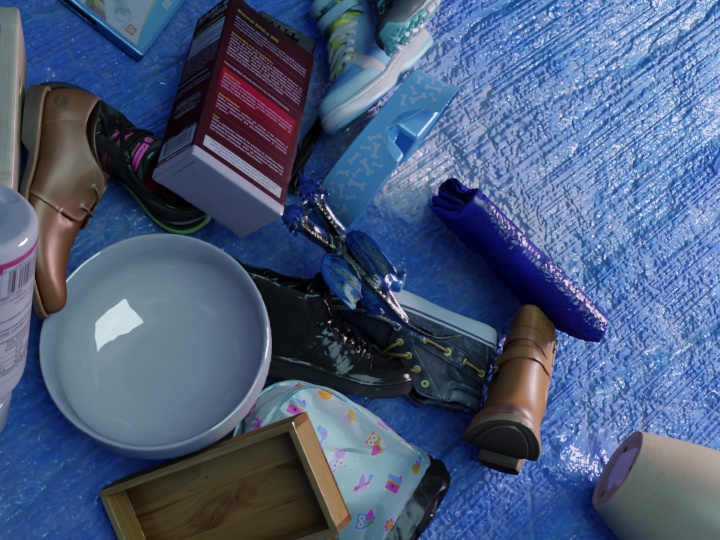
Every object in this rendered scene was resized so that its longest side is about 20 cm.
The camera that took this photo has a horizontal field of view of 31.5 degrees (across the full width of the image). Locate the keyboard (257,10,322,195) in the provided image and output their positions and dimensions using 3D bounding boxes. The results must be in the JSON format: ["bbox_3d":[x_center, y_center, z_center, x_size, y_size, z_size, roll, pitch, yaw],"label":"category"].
[{"bbox_3d":[-0.088,-0.151,1.264,0.127,0.021,0.200,29,67,-18],"label":"keyboard"}]

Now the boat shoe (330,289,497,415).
[{"bbox_3d":[0.044,0.076,1.248,0.200,0.071,0.091,20,70,-22],"label":"boat shoe"}]

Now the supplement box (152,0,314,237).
[{"bbox_3d":[-0.112,-0.144,1.165,0.109,0.061,0.200,35,48,-32],"label":"supplement box"}]

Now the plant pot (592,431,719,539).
[{"bbox_3d":[0.349,0.256,1.316,0.200,0.187,0.188,33,65,-1],"label":"plant pot"}]

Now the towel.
[{"bbox_3d":[0.156,-0.008,1.294,0.200,0.148,0.050,43,93,-12],"label":"towel"}]

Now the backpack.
[{"bbox_3d":[-0.029,0.181,1.155,0.200,0.127,0.167,38,67,-10],"label":"backpack"}]

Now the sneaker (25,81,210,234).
[{"bbox_3d":[-0.211,-0.111,1.154,0.200,0.084,0.077,32,65,-17],"label":"sneaker"}]

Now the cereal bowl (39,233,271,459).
[{"bbox_3d":[-0.173,0.074,1.111,0.199,0.083,0.201,-1,63,2],"label":"cereal bowl"}]

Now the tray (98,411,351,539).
[{"bbox_3d":[-0.116,0.198,1.075,0.099,0.200,0.037,67,23,-2],"label":"tray"}]

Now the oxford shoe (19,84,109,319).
[{"bbox_3d":[-0.250,-0.058,1.078,0.071,0.071,0.201,2,85,-4],"label":"oxford shoe"}]

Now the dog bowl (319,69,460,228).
[{"bbox_3d":[0.024,-0.122,1.267,0.050,0.112,0.200,38,63,1],"label":"dog bowl"}]

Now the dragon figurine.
[{"bbox_3d":[0.000,0.000,1.153,0.059,0.099,0.200,-42,74,5],"label":"dragon figurine"}]

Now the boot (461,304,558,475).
[{"bbox_3d":[0.158,0.108,1.236,0.076,0.200,0.156,13,74,16],"label":"boot"}]

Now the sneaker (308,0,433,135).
[{"bbox_3d":[-0.019,-0.224,1.273,0.131,0.079,0.200,47,40,-8],"label":"sneaker"}]

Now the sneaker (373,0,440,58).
[{"bbox_3d":[0.031,-0.281,1.253,0.091,0.078,0.200,35,34,-11],"label":"sneaker"}]

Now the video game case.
[{"bbox_3d":[-0.253,-0.315,1.219,0.200,0.018,0.143,38,63,-15],"label":"video game case"}]

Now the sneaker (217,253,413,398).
[{"bbox_3d":[-0.040,0.051,1.185,0.199,0.060,0.105,11,103,-5],"label":"sneaker"}]

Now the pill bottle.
[{"bbox_3d":[-0.316,0.037,0.994,0.113,0.200,0.113,11,33,-7],"label":"pill bottle"}]

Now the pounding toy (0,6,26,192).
[{"bbox_3d":[-0.370,-0.155,1.033,0.183,0.142,0.201,1,77,-11],"label":"pounding toy"}]
